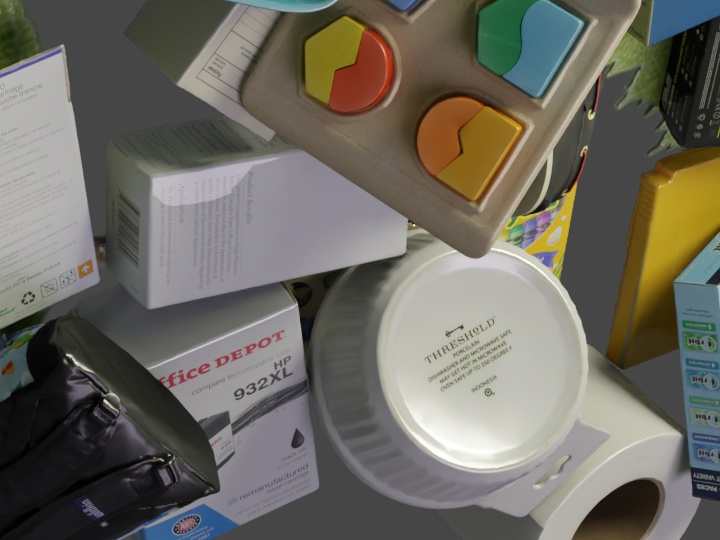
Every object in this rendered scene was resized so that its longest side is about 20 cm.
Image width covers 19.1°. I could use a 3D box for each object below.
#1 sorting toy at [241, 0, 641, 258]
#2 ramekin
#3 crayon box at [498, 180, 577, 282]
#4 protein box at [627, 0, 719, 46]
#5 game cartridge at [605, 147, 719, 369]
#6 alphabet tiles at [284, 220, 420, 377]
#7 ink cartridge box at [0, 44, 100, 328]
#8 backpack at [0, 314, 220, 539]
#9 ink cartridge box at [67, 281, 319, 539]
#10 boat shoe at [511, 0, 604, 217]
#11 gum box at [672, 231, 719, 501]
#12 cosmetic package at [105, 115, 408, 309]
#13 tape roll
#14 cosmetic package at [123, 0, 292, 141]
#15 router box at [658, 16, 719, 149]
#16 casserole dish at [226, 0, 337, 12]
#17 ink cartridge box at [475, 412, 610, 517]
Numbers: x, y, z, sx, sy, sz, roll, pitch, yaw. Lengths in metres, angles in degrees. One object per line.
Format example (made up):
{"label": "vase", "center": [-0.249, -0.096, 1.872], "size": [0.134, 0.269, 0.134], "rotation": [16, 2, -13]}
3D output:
{"label": "sorting toy", "center": [0.044, -0.132, 1.297], "size": [0.201, 0.185, 0.036], "rotation": [-59, 173, 18]}
{"label": "ramekin", "center": [0.069, 0.066, 1.512], "size": [0.201, 0.094, 0.204], "rotation": [2, 83, -20]}
{"label": "crayon box", "center": [0.099, -0.020, 1.658], "size": [0.125, 0.052, 0.201], "rotation": [-21, 135, -29]}
{"label": "protein box", "center": [0.238, -0.298, 1.473], "size": [0.198, 0.135, 0.201], "rotation": [-25, 137, -25]}
{"label": "game cartridge", "center": [0.298, -0.024, 1.856], "size": [0.176, 0.032, 0.201], "rotation": [-18, 130, -32]}
{"label": "alphabet tiles", "center": [0.000, 0.000, 1.573], "size": [0.199, 0.006, 0.167], "rotation": [-20, 133, -7]}
{"label": "ink cartridge box", "center": [-0.263, -0.034, 1.318], "size": [0.197, 0.047, 0.201], "rotation": [-26, 136, -23]}
{"label": "backpack", "center": [-0.219, 0.124, 1.384], "size": [0.200, 0.154, 0.163], "rotation": [-40, 123, 10]}
{"label": "ink cartridge box", "center": [-0.115, 0.094, 1.524], "size": [0.144, 0.084, 0.201], "rotation": [-23, 137, -17]}
{"label": "boat shoe", "center": [0.116, -0.134, 1.332], "size": [0.063, 0.073, 0.203], "rotation": [-18, 121, -58]}
{"label": "gum box", "center": [0.322, 0.066, 1.802], "size": [0.170, 0.044, 0.201], "rotation": [-40, 128, -49]}
{"label": "cosmetic package", "center": [-0.067, -0.050, 1.436], "size": [0.199, 0.074, 0.102], "rotation": [-12, 123, -28]}
{"label": "tape roll", "center": [0.178, 0.180, 1.838], "size": [0.202, 0.139, 0.204], "rotation": [-24, 136, -25]}
{"label": "cosmetic package", "center": [-0.045, -0.194, 1.353], "size": [0.200, 0.073, 0.103], "rotation": [-51, 141, 7]}
{"label": "router box", "center": [0.327, -0.195, 1.671], "size": [0.149, 0.062, 0.201], "rotation": [-4, 130, -14]}
{"label": "casserole dish", "center": [-0.083, -0.224, 1.257], "size": [0.199, 0.039, 0.122], "rotation": [11, 104, -15]}
{"label": "ink cartridge box", "center": [0.088, 0.113, 1.667], "size": [0.199, 0.067, 0.116], "rotation": [24, 119, -42]}
